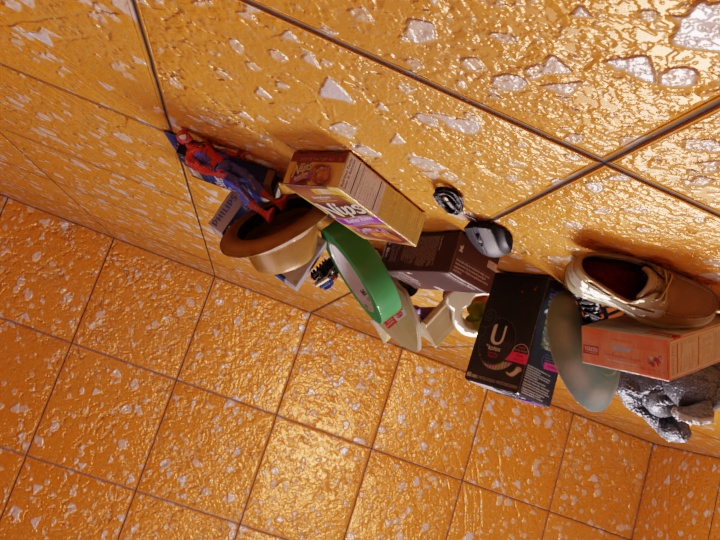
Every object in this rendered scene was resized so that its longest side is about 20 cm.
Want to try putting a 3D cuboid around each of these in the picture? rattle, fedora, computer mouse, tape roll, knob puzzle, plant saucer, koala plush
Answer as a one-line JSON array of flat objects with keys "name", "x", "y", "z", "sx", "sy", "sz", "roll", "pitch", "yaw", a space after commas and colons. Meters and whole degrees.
[{"name": "rattle", "x": 0.209, "y": 0.031, "z": 1.246, "sx": 0.198, "sy": 0.145, "sz": 0.130, "roll": 35, "pitch": 128, "yaw": -22}, {"name": "fedora", "x": -0.127, "y": -0.052, "z": 1.013, "sx": 0.198, "sy": 0.200, "sz": 0.083, "roll": 9, "pitch": 129, "yaw": 42}, {"name": "computer mouse", "x": 0.158, "y": -0.062, "z": 0.884, "sx": 0.058, "sy": 0.035, "sz": 0.199, "roll": 10, "pitch": 165, "yaw": 45}, {"name": "tape roll", "x": 0.000, "y": 0.000, "z": 1.145, "sx": 0.202, "sy": 0.048, "sz": 0.201, "roll": 54, "pitch": 169, "yaw": 15}, {"name": "knob puzzle", "x": 0.067, "y": 0.069, "z": 1.240, "sx": 0.220, "sy": 0.030, "sz": 0.222, "roll": 47, "pitch": 154, "yaw": 30}, {"name": "plant saucer", "x": 0.380, "y": 0.126, "z": 1.030, "sx": 0.199, "sy": 0.205, "sz": 0.038, "roll": 26, "pitch": 146, "yaw": -33}, {"name": "koala plush", "x": 0.561, "y": 0.198, "z": 1.095, "sx": 0.181, "sy": 0.180, "sz": 0.200, "roll": 30, "pitch": 173, "yaw": -2}]

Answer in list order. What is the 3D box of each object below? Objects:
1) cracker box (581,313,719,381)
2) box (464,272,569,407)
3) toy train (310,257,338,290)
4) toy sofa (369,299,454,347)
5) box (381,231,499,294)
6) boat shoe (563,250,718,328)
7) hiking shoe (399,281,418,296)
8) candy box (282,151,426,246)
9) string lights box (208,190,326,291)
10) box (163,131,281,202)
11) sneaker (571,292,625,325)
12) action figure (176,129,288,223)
[{"name": "cracker box", "x": 0.429, "y": 0.098, "z": 0.890, "sx": 0.196, "sy": 0.059, "sz": 0.133, "roll": -7, "pitch": -173, "yaw": -33}, {"name": "box", "x": 0.281, "y": 0.118, "z": 1.096, "sx": 0.105, "sy": 0.204, "sz": 0.121, "roll": 27, "pitch": 167, "yaw": -37}, {"name": "toy train", "x": -0.064, "y": 0.004, "z": 1.231, "sx": 0.046, "sy": 0.034, "sz": 0.200, "roll": 60, "pitch": -170, "yaw": -6}, {"name": "toy sofa", "x": 0.105, "y": 0.095, "z": 1.330, "sx": 0.198, "sy": 0.082, "sz": 0.099, "roll": -6, "pitch": 118, "yaw": 58}, {"name": "box", "x": 0.130, "y": -0.013, "z": 1.075, "sx": 0.099, "sy": 0.077, "sz": 0.198, "roll": 26, "pitch": 166, "yaw": -30}, {"name": "boat shoe", "x": 0.369, "y": 0.024, "z": 0.817, "sx": 0.195, "sy": 0.076, "sz": 0.067, "roll": 13, "pitch": 166, "yaw": 11}, {"name": "hiking shoe", "x": 0.033, "y": 0.007, "z": 1.338, "sx": 0.196, "sy": 0.077, "sz": 0.101, "roll": 20, "pitch": 173, "yaw": 3}, {"name": "candy box", "x": -0.005, "y": -0.103, "z": 0.918, "sx": 0.115, "sy": 0.058, "sz": 0.199, "roll": 11, "pitch": 165, "yaw": 43}, {"name": "string lights box", "x": -0.169, "y": -0.064, "z": 1.152, "sx": 0.198, "sy": 0.104, "sz": 0.059, "roll": 35, "pitch": 170, "yaw": 3}, {"name": "box", "x": -0.235, "y": -0.170, "z": 1.068, "sx": 0.196, "sy": 0.033, "sz": 0.121, "roll": 21, "pitch": 170, "yaw": 1}, {"name": "sneaker", "x": 0.364, "y": 0.059, "z": 0.950, "sx": 0.069, "sy": 0.092, "sz": 0.199, "roll": 8, "pitch": 166, "yaw": 41}, {"name": "action figure", "x": -0.204, "y": -0.155, "z": 0.969, "sx": 0.198, "sy": 0.066, "sz": 0.052, "roll": 34, "pitch": 142, "yaw": 5}]
